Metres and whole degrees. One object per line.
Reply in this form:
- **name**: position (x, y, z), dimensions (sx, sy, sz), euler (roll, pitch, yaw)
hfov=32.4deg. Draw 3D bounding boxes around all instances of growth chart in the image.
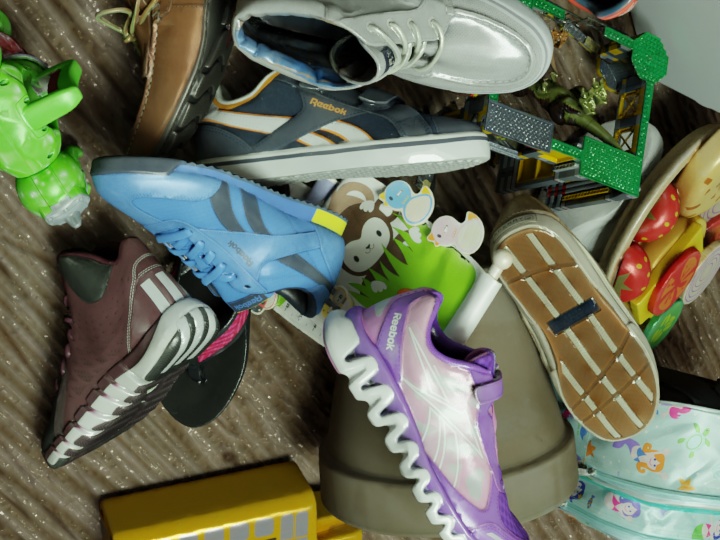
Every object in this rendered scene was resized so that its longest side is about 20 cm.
- **growth chart**: position (0.000, 0.000, 0.858), dimensions (0.018, 0.199, 0.146), euler (2, 113, -62)

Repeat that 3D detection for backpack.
- **backpack**: position (0.245, 0.146, 0.994), dimensions (0.176, 0.199, 0.152), euler (11, 84, -29)

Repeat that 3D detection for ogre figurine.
- **ogre figurine**: position (-0.214, -0.103, 0.731), dimensions (0.097, 0.120, 0.202), euler (-16, 120, -17)

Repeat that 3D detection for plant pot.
- **plant pot**: position (0.058, 0.078, 0.921), dimensions (0.198, 0.200, 0.176), euler (-11, 103, -20)

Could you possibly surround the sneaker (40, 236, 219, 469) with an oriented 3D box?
- **sneaker**: position (-0.183, 0.046, 0.857), dimensions (0.200, 0.116, 0.075), euler (-43, 169, 35)

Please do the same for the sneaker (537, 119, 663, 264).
- **sneaker**: position (0.182, -0.029, 0.991), dimensions (0.088, 0.075, 0.201), euler (18, 112, -44)

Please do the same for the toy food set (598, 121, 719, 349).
- **toy food set**: position (0.258, -0.032, 0.984), dimensions (0.200, 0.049, 0.198), euler (-50, 153, -8)

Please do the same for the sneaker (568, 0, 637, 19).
- **sneaker**: position (0.123, -0.249, 0.807), dimensions (0.075, 0.085, 0.200), euler (-35, 108, 28)

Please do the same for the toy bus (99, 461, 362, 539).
- **toy bus**: position (-0.099, 0.204, 0.971), dimensions (0.198, 0.065, 0.079), euler (-9, 116, -20)

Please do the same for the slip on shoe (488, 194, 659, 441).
- **slip on shoe**: position (0.152, 0.034, 0.881), dimensions (0.076, 0.061, 0.201), euler (-30, 114, 18)

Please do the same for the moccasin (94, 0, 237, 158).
- **moccasin**: position (-0.118, -0.165, 0.773), dimensions (0.077, 0.074, 0.203), euler (16, 107, 3)

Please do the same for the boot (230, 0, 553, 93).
- **boot**: position (0.019, -0.133, 0.746), dimensions (0.198, 0.096, 0.074), euler (12, 126, -1)

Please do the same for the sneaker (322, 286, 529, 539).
- **sneaker**: position (0.060, 0.095, 0.787), dimensions (0.088, 0.080, 0.201), euler (-32, 92, 7)

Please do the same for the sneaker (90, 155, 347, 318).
- **sneaker**: position (-0.086, -0.018, 0.783), dimensions (0.199, 0.066, 0.079), euler (19, 80, -44)

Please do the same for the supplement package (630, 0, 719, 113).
- **supplement package**: position (0.312, -0.228, 0.891), dimensions (0.199, 0.152, 0.152), euler (-30, 123, -8)

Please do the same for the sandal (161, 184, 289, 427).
- **sandal**: position (-0.106, 0.016, 0.869), dimensions (0.074, 0.045, 0.202), euler (20, 103, 7)

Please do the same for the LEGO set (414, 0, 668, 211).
- **LEGO set**: position (0.119, -0.123, 0.904), dimensions (0.198, 0.115, 0.156), euler (7, 82, -31)

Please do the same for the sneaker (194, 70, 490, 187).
- **sneaker**: position (-0.016, -0.098, 0.810), dimensions (0.198, 0.078, 0.080), euler (-3, 87, 10)
